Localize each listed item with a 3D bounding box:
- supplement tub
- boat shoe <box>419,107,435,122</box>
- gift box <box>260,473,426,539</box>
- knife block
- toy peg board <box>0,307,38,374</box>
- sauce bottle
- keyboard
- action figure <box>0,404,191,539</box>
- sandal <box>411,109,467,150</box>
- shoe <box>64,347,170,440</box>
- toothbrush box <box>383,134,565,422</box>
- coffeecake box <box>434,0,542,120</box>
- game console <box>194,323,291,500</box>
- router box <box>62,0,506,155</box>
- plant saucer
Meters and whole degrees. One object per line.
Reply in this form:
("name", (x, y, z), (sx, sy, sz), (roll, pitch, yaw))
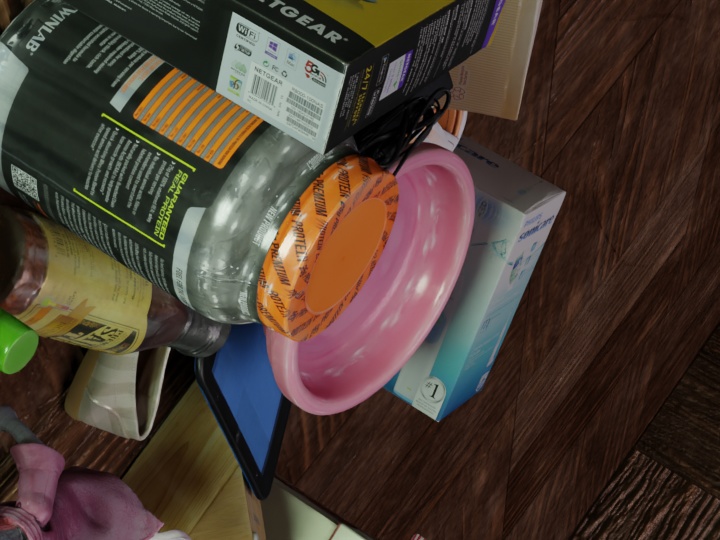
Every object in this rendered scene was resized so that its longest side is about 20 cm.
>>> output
("supplement tub", (-0.088, -0.054, 0.865), (0.123, 0.200, 0.123), (-49, 159, -26))
("boat shoe", (-0.030, -0.104, 1.162), (0.202, 0.075, 0.075), (-43, 130, -34))
("gift box", (-0.061, 0.263, 1.424), (0.185, 0.187, 0.200), (-59, 160, 0))
("knife block", (-0.162, 0.186, 1.275), (0.064, 0.175, 0.200), (71, 8, -67))
("toy peg board", (-0.251, 0.051, 0.774), (0.200, 0.098, 0.199), (-57, 161, -7))
("sauce bottle", (-0.145, 0.014, 0.966), (0.200, 0.066, 0.066), (21, 99, -54))
("keyboard", (-0.009, -0.058, 1.057), (0.200, 0.040, 0.104), (-42, -165, -36))
("action figure", (-0.204, 0.170, 1.014), (0.134, 0.149, 0.200), (-52, 174, -2))
("sandal", (0.016, -0.068, 1.269), (0.207, 0.079, 0.059), (-58, -169, 1))
("shoe", (-0.134, 0.022, 1.086), (0.070, 0.053, 0.200), (-27, 143, -55))
("toothbrush box", (0.056, -0.005, 1.378), (0.085, 0.146, 0.200), (-28, 144, -57))
("coffeecake box", (0.096, -0.229, 1.149), (0.154, 0.073, 0.200), (95, 8, -52))
("game console", (-0.032, 0.048, 1.224), (0.170, 0.118, 0.200), (-22, 145, -3))
("router box", (-0.048, -0.149, 0.822), (0.157, 0.200, 0.052), (-38, 153, -47))
("plant saucer", (0.000, 0.000, 1.159), (0.200, 0.051, 0.201), (-40, 147, -34))
